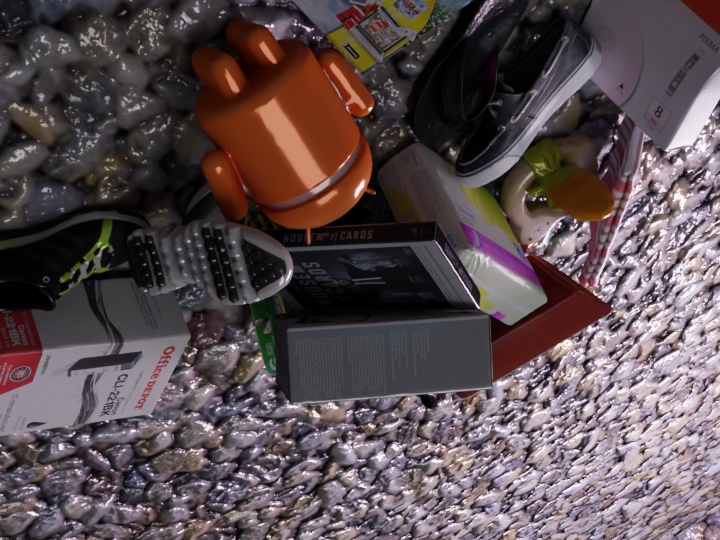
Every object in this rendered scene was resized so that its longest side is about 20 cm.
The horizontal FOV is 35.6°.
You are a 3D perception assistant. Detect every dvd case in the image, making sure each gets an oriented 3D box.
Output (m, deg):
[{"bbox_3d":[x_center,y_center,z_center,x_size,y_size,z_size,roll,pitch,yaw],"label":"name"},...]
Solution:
[{"bbox_3d":[0.000,0.000,1.078,0.200,0.025,0.150,-2,153,22],"label":"dvd case"}]

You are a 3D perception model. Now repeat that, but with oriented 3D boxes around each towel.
[{"bbox_3d":[0.296,-0.093,1.321,0.030,0.147,0.200,14,138,6],"label":"towel"}]

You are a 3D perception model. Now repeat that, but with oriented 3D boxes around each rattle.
[{"bbox_3d":[0.239,-0.050,1.320,0.130,0.143,0.200,-26,144,-35],"label":"rattle"}]

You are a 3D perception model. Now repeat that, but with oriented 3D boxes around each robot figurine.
[{"bbox_3d":[-0.066,-0.117,0.970,0.116,0.144,0.200,-13,127,32],"label":"robot figurine"}]

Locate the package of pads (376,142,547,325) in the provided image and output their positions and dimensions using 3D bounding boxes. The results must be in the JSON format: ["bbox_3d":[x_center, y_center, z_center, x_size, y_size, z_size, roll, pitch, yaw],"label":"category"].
[{"bbox_3d":[0.111,-0.039,1.210,0.068,0.155,0.200,-35,148,19],"label":"package of pads"}]

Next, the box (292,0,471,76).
[{"bbox_3d":[0.000,-0.260,0.895,0.136,0.038,0.200,-32,138,16],"label":"box"}]

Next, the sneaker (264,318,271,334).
[{"bbox_3d":[-0.017,0.088,1.332,0.200,0.090,0.078,-4,137,-37],"label":"sneaker"}]

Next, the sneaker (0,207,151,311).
[{"bbox_3d":[-0.279,0.005,1.020,0.200,0.083,0.072,-16,144,-22],"label":"sneaker"}]

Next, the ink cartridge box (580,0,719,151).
[{"bbox_3d":[0.300,-0.243,1.091,0.057,0.163,0.200,-18,145,-28],"label":"ink cartridge box"}]

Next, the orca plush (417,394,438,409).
[{"bbox_3d":[0.053,0.118,1.323,0.071,0.106,0.200,-8,-177,-10],"label":"orca plush"}]

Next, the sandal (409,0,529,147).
[{"bbox_3d":[0.107,-0.195,1.101,0.075,0.048,0.201,-5,138,-34],"label":"sandal"}]

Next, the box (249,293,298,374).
[{"bbox_3d":[-0.022,0.037,1.243,0.200,0.118,0.048,-17,-172,-19],"label":"box"}]

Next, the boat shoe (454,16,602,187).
[{"bbox_3d":[0.157,-0.173,1.150,0.068,0.072,0.200,31,113,-34],"label":"boat shoe"}]

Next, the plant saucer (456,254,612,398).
[{"bbox_3d":[0.169,0.053,1.328,0.200,0.200,0.037,-30,111,-3],"label":"plant saucer"}]

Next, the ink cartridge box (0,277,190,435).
[{"bbox_3d":[-0.288,0.084,1.109,0.200,0.084,0.144,-5,143,-36],"label":"ink cartridge box"}]

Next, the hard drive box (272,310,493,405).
[{"bbox_3d":[0.017,0.081,1.136,0.199,0.077,0.156,-3,-177,-10],"label":"hard drive box"}]

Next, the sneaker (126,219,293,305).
[{"bbox_3d":[-0.122,-0.016,0.987,0.081,0.200,0.075,-20,108,-42],"label":"sneaker"}]

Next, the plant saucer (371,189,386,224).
[{"bbox_3d":[-0.067,-0.037,1.196,0.200,0.019,0.070,-18,144,-19],"label":"plant saucer"}]

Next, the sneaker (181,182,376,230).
[{"bbox_3d":[-0.075,-0.061,1.096,0.200,0.085,0.075,-20,144,-17],"label":"sneaker"}]
